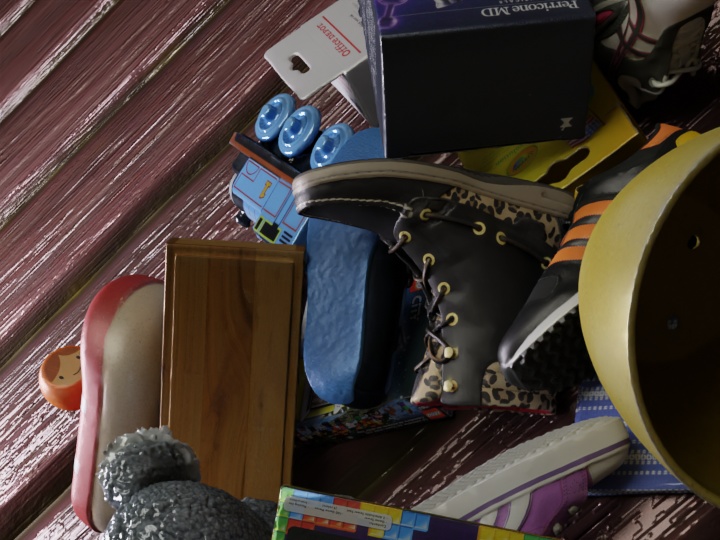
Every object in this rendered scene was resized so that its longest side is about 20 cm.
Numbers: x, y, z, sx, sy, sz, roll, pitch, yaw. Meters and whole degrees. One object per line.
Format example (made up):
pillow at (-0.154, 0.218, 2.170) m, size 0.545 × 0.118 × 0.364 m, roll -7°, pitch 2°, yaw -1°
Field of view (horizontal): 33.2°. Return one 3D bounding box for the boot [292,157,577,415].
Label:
boot at (0.049, 0.012, 0.787) m, size 0.073 × 0.198 × 0.152 m, roll 154°, pitch 122°, yaw -73°

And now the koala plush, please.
koala plush at (-0.084, 0.194, 0.760) m, size 0.183 × 0.200 × 0.178 m, roll -37°, pitch 39°, yaw 16°

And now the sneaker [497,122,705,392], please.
sneaker at (0.153, -0.011, 0.762) m, size 0.200 × 0.070 × 0.090 m, roll -43°, pitch 44°, yaw -1°

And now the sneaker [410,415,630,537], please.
sneaker at (0.089, 0.174, 0.712) m, size 0.199 × 0.115 × 0.073 m, roll -32°, pitch -5°, yaw 4°

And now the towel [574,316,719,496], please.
towel at (0.204, 0.045, 0.748) m, size 0.144 × 0.024 × 0.202 m, roll -10°, pitch 54°, yaw 38°

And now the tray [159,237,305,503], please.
tray at (-0.094, 0.081, 0.870) m, size 0.037 × 0.097 × 0.203 m, roll -97°, pitch 10°, yaw -82°

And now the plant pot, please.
plant pot at (0.195, 0.013, 0.641) m, size 0.201 × 0.200 × 0.142 m, roll -52°, pitch 19°, yaw -4°

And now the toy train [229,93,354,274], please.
toy train at (-0.047, -0.070, 0.983) m, size 0.115 × 0.086 × 0.200 m, roll -57°, pitch 36°, yaw 1°

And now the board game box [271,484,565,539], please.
board game box at (0.041, 0.214, 0.634) m, size 0.198 × 0.057 × 0.167 m, roll 9°, pitch 79°, yaw 15°

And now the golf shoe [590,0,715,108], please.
golf shoe at (0.211, -0.170, 0.810) m, size 0.077 × 0.089 × 0.200 m, roll -24°, pitch 0°, yaw -7°

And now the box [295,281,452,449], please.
box at (0.017, 0.029, 0.930) m, size 0.136 × 0.038 × 0.202 m, roll -18°, pitch 48°, yaw 35°

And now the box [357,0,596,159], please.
box at (0.076, -0.187, 0.868) m, size 0.146 × 0.105 × 0.201 m, roll -7°, pitch 45°, yaw -2°

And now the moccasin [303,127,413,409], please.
moccasin at (0.000, 0.000, 0.862) m, size 0.080 × 0.068 × 0.202 m, roll 2°, pitch 72°, yaw 34°

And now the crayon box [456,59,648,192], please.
crayon box at (0.134, -0.110, 0.919) m, size 0.126 × 0.051 × 0.201 m, roll -36°, pitch 39°, yaw 17°

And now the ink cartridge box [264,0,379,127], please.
ink cartridge box at (0.026, -0.202, 1.060) m, size 0.199 × 0.067 × 0.116 m, roll -35°, pitch 38°, yaw -2°

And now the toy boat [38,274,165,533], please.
toy boat at (-0.196, 0.097, 0.949) m, size 0.130 × 0.130 × 0.202 m, roll 20°, pitch 114°, yaw 20°
